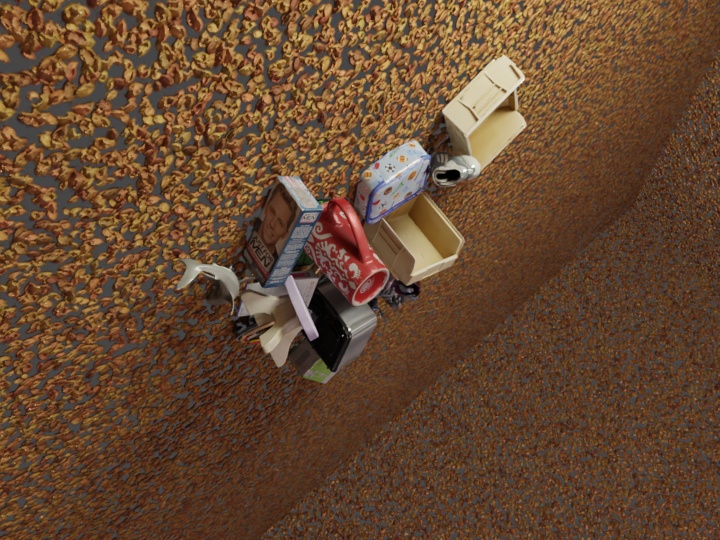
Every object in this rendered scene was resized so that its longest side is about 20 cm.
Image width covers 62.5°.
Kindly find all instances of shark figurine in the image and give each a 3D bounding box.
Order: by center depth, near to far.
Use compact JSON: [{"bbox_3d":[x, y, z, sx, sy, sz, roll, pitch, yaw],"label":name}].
[{"bbox_3d":[-0.270,0.039,1.153,0.123,0.093,0.215,-9,160,2],"label":"shark figurine"}]

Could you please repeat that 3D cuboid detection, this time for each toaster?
[{"bbox_3d":[-0.066,0.130,1.559,0.117,0.181,0.203,-25,152,-38],"label":"toaster"}]

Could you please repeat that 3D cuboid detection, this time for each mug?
[{"bbox_3d":[-0.040,-0.041,1.276,0.132,0.201,0.178,-37,156,-7],"label":"mug"}]

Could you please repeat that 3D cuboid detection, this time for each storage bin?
[{"bbox_3d":[0.304,-0.366,1.416,0.198,0.094,0.200,-43,156,1],"label":"storage bin"},{"bbox_3d":[0.132,-0.086,1.493,0.197,0.200,0.095,-20,153,-41],"label":"storage bin"}]

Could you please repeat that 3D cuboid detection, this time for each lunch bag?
[{"bbox_3d":[0.078,-0.200,1.377,0.197,0.076,0.162,-32,156,-23],"label":"lunch bag"}]

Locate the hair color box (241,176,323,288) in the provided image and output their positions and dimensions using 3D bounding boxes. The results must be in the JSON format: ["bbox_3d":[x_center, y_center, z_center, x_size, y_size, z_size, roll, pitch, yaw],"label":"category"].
[{"bbox_3d":[-0.158,-0.074,1.174,0.059,0.101,0.203,-6,137,-47],"label":"hair color box"}]

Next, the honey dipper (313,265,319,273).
[{"bbox_3d":[-0.113,0.003,1.458,0.202,0.038,0.038,-53,155,10],"label":"honey dipper"}]

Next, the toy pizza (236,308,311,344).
[{"bbox_3d":[-0.206,0.142,1.441,0.194,0.033,0.200,-22,170,-4],"label":"toy pizza"}]

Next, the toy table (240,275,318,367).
[{"bbox_3d":[-0.167,0.102,1.267,0.114,0.188,0.200,-26,-168,-5],"label":"toy table"}]

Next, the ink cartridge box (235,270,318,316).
[{"bbox_3d":[-0.194,0.052,1.370,0.195,0.037,0.097,-6,131,-41],"label":"ink cartridge box"}]

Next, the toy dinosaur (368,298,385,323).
[{"bbox_3d":[0.028,0.107,1.789,0.185,0.103,0.200,-60,146,-10],"label":"toy dinosaur"}]

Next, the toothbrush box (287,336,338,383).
[{"bbox_3d":[-0.113,0.254,1.796,0.146,0.086,0.200,-44,155,3],"label":"toothbrush box"}]

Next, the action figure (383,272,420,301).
[{"bbox_3d":[0.122,-0.024,1.637,0.144,0.207,0.134,6,158,-17],"label":"action figure"}]

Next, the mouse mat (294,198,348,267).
[{"bbox_3d":[-0.118,-0.081,1.343,0.159,0.008,0.203,-11,139,-51],"label":"mouse mat"}]

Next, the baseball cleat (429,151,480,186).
[{"bbox_3d":[0.194,-0.239,1.402,0.104,0.072,0.198,-22,-165,-24],"label":"baseball cleat"}]

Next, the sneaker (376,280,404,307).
[{"bbox_3d":[0.067,0.068,1.736,0.197,0.074,0.117,-33,119,-29],"label":"sneaker"}]
